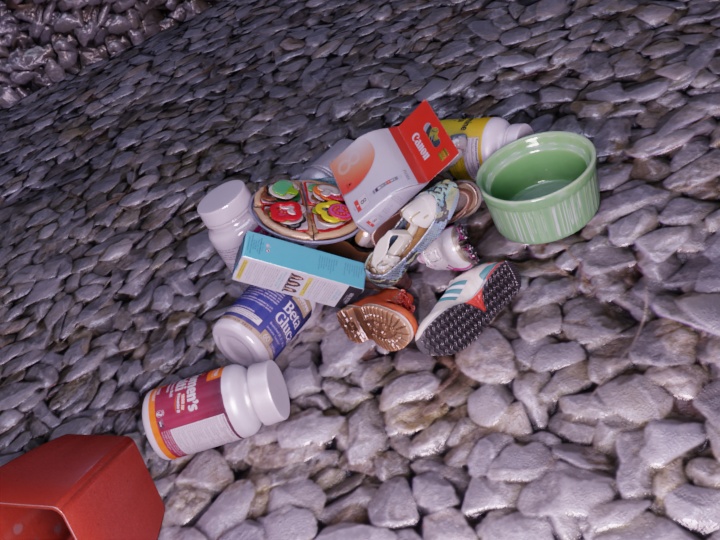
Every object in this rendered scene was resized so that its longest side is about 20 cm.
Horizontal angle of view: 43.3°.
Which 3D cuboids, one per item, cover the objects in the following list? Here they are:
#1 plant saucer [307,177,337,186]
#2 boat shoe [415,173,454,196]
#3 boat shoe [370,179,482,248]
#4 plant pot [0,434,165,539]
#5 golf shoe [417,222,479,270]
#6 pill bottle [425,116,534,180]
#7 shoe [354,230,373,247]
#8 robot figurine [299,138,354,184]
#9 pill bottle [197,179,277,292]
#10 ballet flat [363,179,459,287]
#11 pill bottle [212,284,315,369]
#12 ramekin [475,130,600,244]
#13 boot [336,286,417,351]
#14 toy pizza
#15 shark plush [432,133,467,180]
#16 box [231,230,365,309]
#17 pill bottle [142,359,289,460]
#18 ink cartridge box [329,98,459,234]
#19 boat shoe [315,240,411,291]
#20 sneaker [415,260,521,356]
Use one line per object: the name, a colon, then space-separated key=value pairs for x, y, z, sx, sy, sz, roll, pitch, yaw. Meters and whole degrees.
plant saucer: x=-0.060 y=-0.102 z=1.595 sx=0.197 sy=0.036 sz=0.201 roll=0 pitch=33 yaw=0
boat shoe: x=0.100 y=-0.140 z=1.546 sx=0.199 sy=0.068 sz=0.073 roll=29 pitch=96 yaw=26
boat shoe: x=0.098 y=-0.088 z=1.458 sx=0.199 sy=0.076 sz=0.072 roll=-29 pitch=0 yaw=20
plant pot: x=-0.382 y=0.330 z=1.222 sx=0.198 sy=0.202 sz=0.176 roll=-4 pitch=27 yaw=27
golf shoe: x=0.135 y=-0.027 z=1.430 sx=0.091 sy=0.073 sz=0.200 roll=-26 pitch=-1 yaw=4
pill bottle: x=0.212 y=-0.221 z=1.655 sx=0.198 sy=0.113 sz=0.113 roll=4 pitch=42 yaw=35
shoe: x=0.079 y=-0.079 z=1.563 sx=0.199 sy=0.070 sz=0.054 roll=-24 pitch=62 yaw=-31
robot figurine: x=-0.043 y=-0.175 z=1.753 sx=0.200 sy=0.113 sz=0.169 roll=-45 pitch=12 yaw=-29
pill bottle: x=-0.196 y=-0.051 z=1.595 sx=0.112 sy=0.201 sz=0.114 roll=-22 pitch=32 yaw=14
ballet flat: x=0.075 y=-0.059 z=1.388 sx=0.201 sy=0.074 sz=0.074 roll=-55 pitch=33 yaw=10
pill bottle: x=-0.142 y=0.063 z=1.493 sx=0.110 sy=0.112 sz=0.200 roll=8 pitch=45 yaw=39
ramekin: x=0.297 y=-0.133 z=1.493 sx=0.198 sy=0.098 sz=0.201 roll=-17 pitch=34 yaw=12
boot: x=0.048 y=0.062 z=1.378 sx=0.107 sy=0.076 sz=0.200 roll=-29 pitch=14 yaw=-20
toy pizza: x=-0.088 y=-0.109 z=1.521 sx=0.198 sy=0.032 sz=0.201 roll=6 pitch=34 yaw=-4
shark plush: x=0.107 y=-0.203 z=1.647 sx=0.199 sy=0.090 sz=0.084 roll=1 pitch=77 yaw=51
box: x=-0.096 y=0.001 z=1.428 sx=0.198 sy=0.082 sz=0.050 roll=16 pitch=59 yaw=-14
pill bottle: x=-0.212 y=0.203 z=1.346 sx=0.198 sy=0.110 sz=0.110 roll=-18 pitch=34 yaw=10
ink cartridge box: x=0.050 y=-0.180 z=1.489 sx=0.200 sy=0.050 sz=0.163 roll=-43 pitch=44 yaw=19
boat shoe: x=0.000 y=0.000 z=1.530 sx=0.199 sy=0.070 sz=0.071 roll=17 pitch=74 yaw=45
sneaker: x=0.150 y=0.057 z=1.371 sx=0.199 sy=0.071 sz=0.093 roll=-40 pitch=18 yaw=-19
